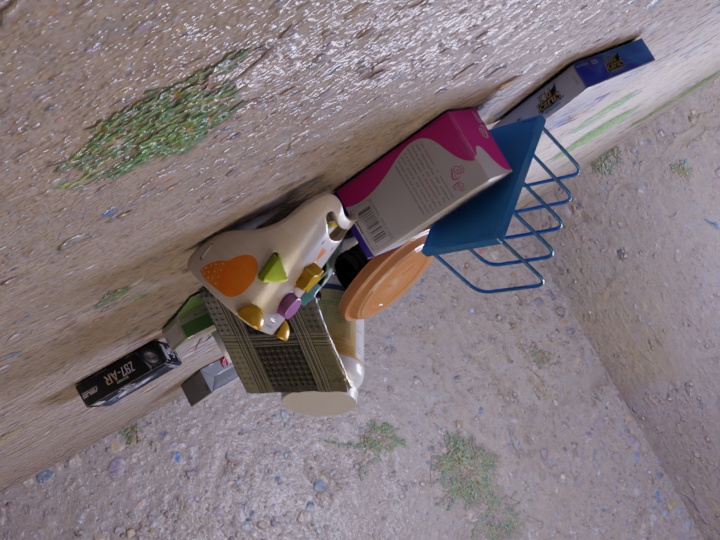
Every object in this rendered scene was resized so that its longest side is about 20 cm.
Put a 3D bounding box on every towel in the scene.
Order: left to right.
[{"bbox_3d":[-0.122,0.102,1.451,0.191,0.201,0.035,-4,-147,25],"label":"towel"}]

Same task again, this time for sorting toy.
[{"bbox_3d":[-0.082,-0.017,1.193,0.180,0.107,0.200,-45,162,3],"label":"sorting toy"}]

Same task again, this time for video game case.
[{"bbox_3d":[0.321,-0.267,1.480,0.199,0.046,0.181,-26,173,-40],"label":"video game case"}]

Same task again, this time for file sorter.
[{"bbox_3d":[0.199,-0.083,1.331,0.138,0.123,0.201,-10,-131,50],"label":"file sorter"}]

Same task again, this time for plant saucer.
[{"bbox_3d":[0.050,0.007,1.495,0.200,0.032,0.201,-41,165,-13],"label":"plant saucer"}]

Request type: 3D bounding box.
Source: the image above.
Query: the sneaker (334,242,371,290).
[{"bbox_3d":[0.000,0.000,1.546,0.099,0.071,0.200,-32,166,-19],"label":"sneaker"}]

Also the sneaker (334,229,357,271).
[{"bbox_3d":[-0.023,-0.028,1.735,0.072,0.073,0.200,-26,173,-24],"label":"sneaker"}]

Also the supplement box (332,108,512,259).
[{"bbox_3d":[0.080,-0.113,1.267,0.199,0.102,0.103,-32,175,30],"label":"supplement box"}]

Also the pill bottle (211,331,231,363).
[{"bbox_3d":[-0.166,0.080,1.736,0.199,0.113,0.112,-30,176,-7],"label":"pill bottle"}]

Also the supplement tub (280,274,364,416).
[{"bbox_3d":[-0.065,0.123,1.596,0.143,0.201,0.145,1,152,0],"label":"supplement tub"}]

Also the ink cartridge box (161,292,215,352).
[{"bbox_3d":[-0.226,0.060,1.561,0.145,0.048,0.200,-27,177,-29],"label":"ink cartridge box"}]

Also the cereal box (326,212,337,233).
[{"bbox_3d":[-0.097,-0.038,1.346,0.199,0.040,0.144,-31,175,25],"label":"cereal box"}]

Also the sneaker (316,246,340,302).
[{"bbox_3d":[-0.066,-0.003,1.492,0.118,0.074,0.200,-23,-165,44],"label":"sneaker"}]

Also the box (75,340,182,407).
[{"bbox_3d":[-0.412,0.187,1.763,0.160,0.044,0.200,-30,176,-7],"label":"box"}]

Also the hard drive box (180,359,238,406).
[{"bbox_3d":[-0.426,0.318,2.901,0.155,0.077,0.200,-27,174,-34],"label":"hard drive box"}]

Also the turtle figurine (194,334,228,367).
[{"bbox_3d":[-0.219,0.110,1.879,0.200,0.101,0.149,-39,172,29],"label":"turtle figurine"}]

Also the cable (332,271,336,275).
[{"bbox_3d":[-0.049,0.007,1.698,0.097,0.051,0.200,-28,137,24],"label":"cable"}]
